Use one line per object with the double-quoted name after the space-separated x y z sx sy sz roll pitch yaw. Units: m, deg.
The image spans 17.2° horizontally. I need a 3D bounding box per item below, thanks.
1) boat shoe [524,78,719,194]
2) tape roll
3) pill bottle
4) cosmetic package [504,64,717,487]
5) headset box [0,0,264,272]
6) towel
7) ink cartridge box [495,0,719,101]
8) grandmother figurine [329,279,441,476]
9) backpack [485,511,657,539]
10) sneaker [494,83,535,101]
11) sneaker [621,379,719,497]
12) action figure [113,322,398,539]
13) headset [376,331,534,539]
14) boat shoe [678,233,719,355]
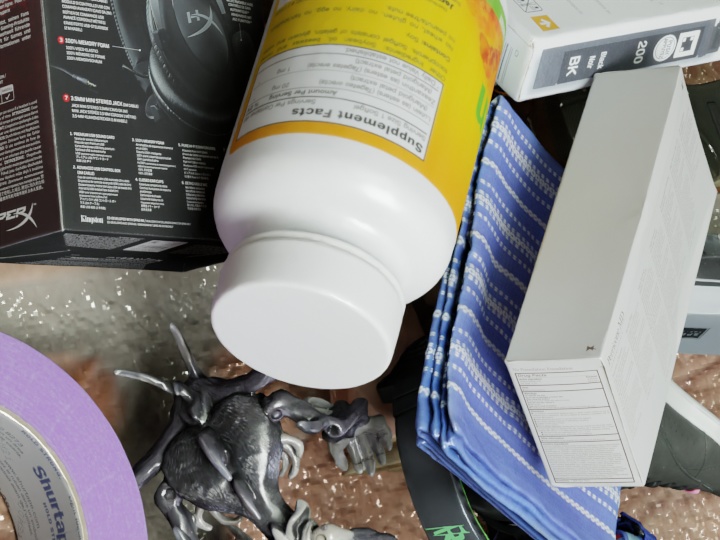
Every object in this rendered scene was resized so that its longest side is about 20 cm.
0.158 -0.064 1.300 0.199 0.074 0.076 1 67 -45 "boat shoe"
-0.192 0.125 1.025 0.199 0.065 0.202 8 76 -34 "tape roll"
-0.004 -0.052 1.079 0.111 0.111 0.201 33 54 -25 "pill bottle"
0.119 -0.001 1.111 0.201 0.050 0.083 -68 148 -43 "cosmetic package"
-0.117 -0.106 1.103 0.148 0.077 0.202 2 77 -50 "headset box"
0.089 0.033 1.125 0.145 0.024 0.201 41 46 -34 "towel"
0.103 -0.173 1.245 0.199 0.044 0.198 -14 47 -34 "ink cartridge box"
0.000 0.000 1.198 0.121 0.060 0.202 8 70 -62 "grandmother figurine"
0.135 0.237 1.190 0.200 0.134 0.183 41 62 -26 "backpack"
0.104 -0.122 1.283 0.199 0.078 0.078 -16 45 -32 "sneaker"
0.138 0.101 1.271 0.200 0.071 0.100 38 85 -42 "sneaker"
-0.034 0.114 1.108 0.119 0.102 0.201 -37 84 5 "action figure"
0.071 0.067 1.145 0.124 0.093 0.201 50 27 -33 "headset"
0.151 -0.001 1.288 0.198 0.074 0.069 4 62 -21 "boat shoe"
